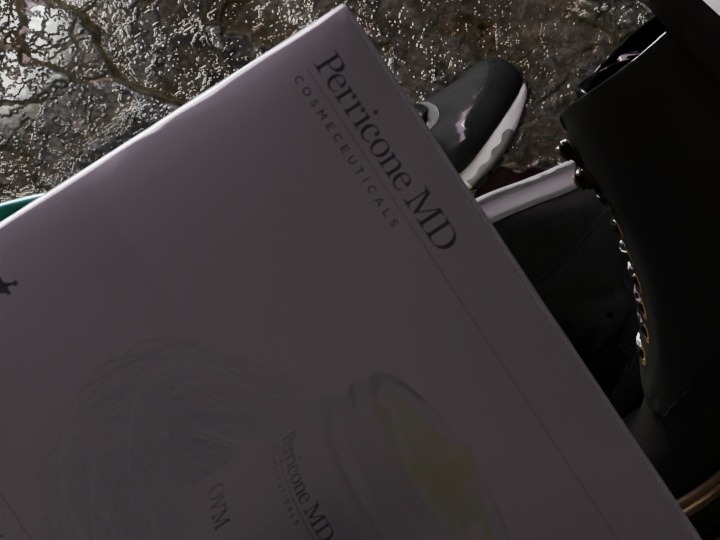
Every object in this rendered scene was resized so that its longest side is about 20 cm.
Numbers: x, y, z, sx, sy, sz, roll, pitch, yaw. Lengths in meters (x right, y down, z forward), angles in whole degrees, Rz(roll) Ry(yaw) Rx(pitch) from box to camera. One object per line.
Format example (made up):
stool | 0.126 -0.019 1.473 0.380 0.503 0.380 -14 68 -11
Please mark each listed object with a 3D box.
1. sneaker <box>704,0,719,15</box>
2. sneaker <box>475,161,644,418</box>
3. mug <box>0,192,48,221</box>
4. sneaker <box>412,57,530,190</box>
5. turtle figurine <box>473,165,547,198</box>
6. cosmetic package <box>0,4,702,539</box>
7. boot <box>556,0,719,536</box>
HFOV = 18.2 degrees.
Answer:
sneaker | 0.169 -0.059 0.848 0.200 0.074 0.088 31 102 67
sneaker | 0.071 0.024 0.797 0.199 0.099 0.071 -26 -19 -29
mug | -0.105 0.050 0.829 0.184 0.115 0.152 -26 30 -17
sneaker | -0.006 -0.043 1.038 0.200 0.088 0.076 -47 10 -18
turtle figurine | 0.058 0.063 1.031 0.200 0.144 0.194 -46 16 0
cosmetic package | -0.036 0.064 0.680 0.200 0.200 0.123 -34 -1 -12
boot | 0.098 0.000 0.717 0.200 0.138 0.078 -47 3 46
